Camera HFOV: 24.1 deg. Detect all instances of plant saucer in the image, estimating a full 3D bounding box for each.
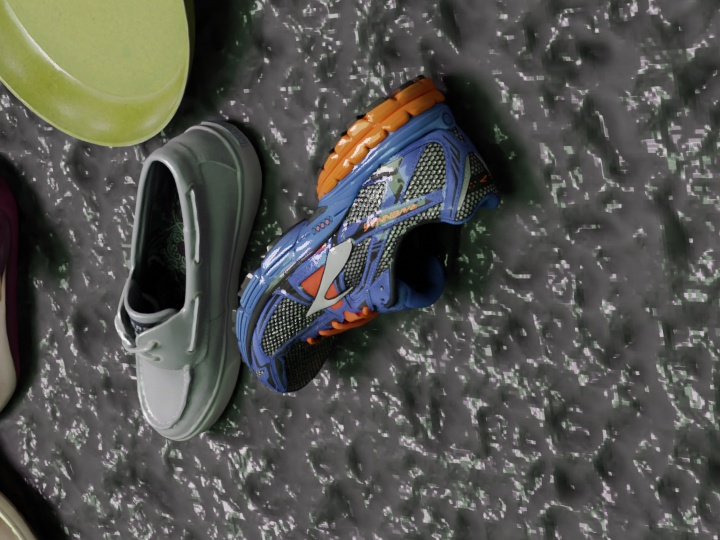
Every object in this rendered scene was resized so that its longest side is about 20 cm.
[{"bbox_3d":[-0.159,-0.164,0.923,0.199,0.031,0.201,25,134,29],"label":"plant saucer"}]

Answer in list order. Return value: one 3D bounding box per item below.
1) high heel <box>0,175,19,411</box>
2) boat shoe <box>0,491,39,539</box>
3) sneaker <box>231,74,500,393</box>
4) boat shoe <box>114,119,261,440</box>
[{"bbox_3d":[-0.251,0.019,1.101,0.200,0.067,0.097,116,155,-45],"label":"high heel"},{"bbox_3d":[-0.279,0.164,1.130,0.200,0.065,0.072,47,152,0],"label":"boat shoe"},{"bbox_3d":[0.000,0.000,0.838,0.078,0.075,0.200,45,132,15],"label":"sneaker"},{"bbox_3d":[-0.104,0.015,0.938,0.072,0.068,0.201,36,127,26],"label":"boat shoe"}]
